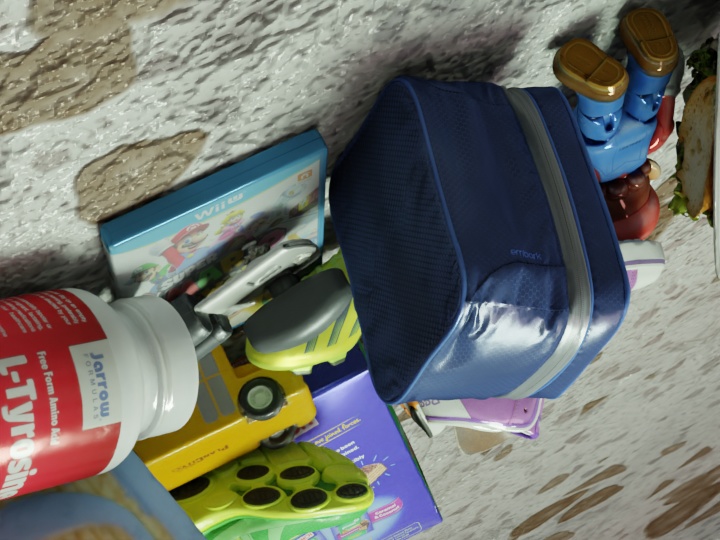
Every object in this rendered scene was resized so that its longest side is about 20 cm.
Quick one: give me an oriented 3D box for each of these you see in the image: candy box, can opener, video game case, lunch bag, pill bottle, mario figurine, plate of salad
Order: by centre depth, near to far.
[{"bbox_3d":[-0.197,0.071,1.005,0.200,0.112,0.112,-11,152,-39],"label":"pill bottle"},{"bbox_3d":[0.073,-0.022,1.064,0.132,0.200,0.136,3,147,-26],"label":"lunch bag"},{"bbox_3d":[-0.101,0.044,1.108,0.200,0.067,0.053,-32,161,17],"label":"can opener"},{"bbox_3d":[-0.088,-0.007,1.115,0.143,0.018,0.200,-25,158,-13],"label":"video game case"},{"bbox_3d":[0.229,-0.095,1.158,0.048,0.200,0.200,1,165,14],"label":"plate of salad"},{"bbox_3d":[0.155,-0.096,1.200,0.123,0.106,0.200,4,145,3],"label":"mario figurine"},{"bbox_3d":[-0.048,0.147,1.332,0.169,0.077,0.200,-26,136,-2],"label":"candy box"}]

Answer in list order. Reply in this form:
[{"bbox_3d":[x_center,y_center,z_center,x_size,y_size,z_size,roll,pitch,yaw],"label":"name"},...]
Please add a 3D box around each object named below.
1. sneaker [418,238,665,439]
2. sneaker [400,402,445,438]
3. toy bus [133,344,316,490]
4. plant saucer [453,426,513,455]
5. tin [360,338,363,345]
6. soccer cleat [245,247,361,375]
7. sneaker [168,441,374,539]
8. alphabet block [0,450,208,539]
[{"bbox_3d":[0.121,0.049,1.177,0.200,0.114,0.073,-17,179,-16],"label":"sneaker"},{"bbox_3d":[0.059,0.052,1.304,0.092,0.076,0.200,-40,163,-9],"label":"sneaker"},{"bbox_3d":[-0.134,0.108,1.209,0.200,0.078,0.065,-25,154,-5],"label":"toy bus"},{"bbox_3d":[0.113,0.040,1.291,0.200,0.034,0.201,12,90,-72],"label":"plant saucer"},{"bbox_3d":[-0.005,0.081,1.404,0.200,0.042,0.112,-32,163,2],"label":"tin"},{"bbox_3d":[0.000,0.000,1.178,0.200,0.065,0.084,-30,132,-31],"label":"soccer cleat"},{"bbox_3d":[-0.086,0.180,1.244,0.200,0.074,0.084,-17,131,5],"label":"sneaker"},{"bbox_3d":[-0.189,0.247,1.080,0.195,0.196,0.200,-22,141,-31],"label":"alphabet block"}]
